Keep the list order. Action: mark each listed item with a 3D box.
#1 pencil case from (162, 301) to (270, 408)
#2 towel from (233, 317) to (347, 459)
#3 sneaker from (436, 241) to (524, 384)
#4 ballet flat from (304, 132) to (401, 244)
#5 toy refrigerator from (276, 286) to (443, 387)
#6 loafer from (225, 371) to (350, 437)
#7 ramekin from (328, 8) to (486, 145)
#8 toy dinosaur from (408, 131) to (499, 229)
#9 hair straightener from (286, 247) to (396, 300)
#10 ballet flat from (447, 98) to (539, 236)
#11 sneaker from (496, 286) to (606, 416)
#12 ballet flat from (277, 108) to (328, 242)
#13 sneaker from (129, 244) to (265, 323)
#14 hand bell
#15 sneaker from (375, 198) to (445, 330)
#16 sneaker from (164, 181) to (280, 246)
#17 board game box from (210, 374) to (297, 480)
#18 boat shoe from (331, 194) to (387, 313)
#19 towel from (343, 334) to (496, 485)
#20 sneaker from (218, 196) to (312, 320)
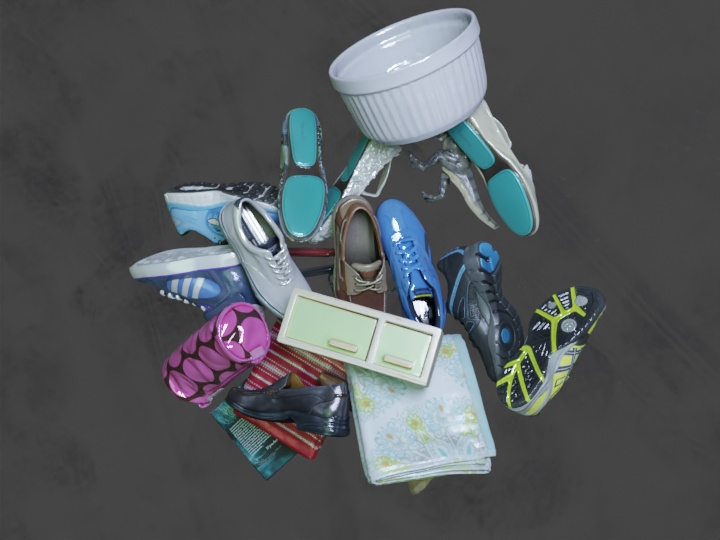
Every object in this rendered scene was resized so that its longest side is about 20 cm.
[{"bbox_3d":[-0.201,0.122,1.107,0.200,0.091,0.094,-39,71,47],"label":"pencil case"},{"bbox_3d":[-0.085,0.156,1.132,0.145,0.022,0.200,29,98,12],"label":"towel"},{"bbox_3d":[0.166,0.061,1.083,0.082,0.073,0.200,-12,93,41],"label":"sneaker"},{"bbox_3d":[-0.009,-0.110,1.112,0.072,0.072,0.200,36,102,10],"label":"ballet flat"},{"bbox_3d":[0.001,0.086,1.016,0.200,0.070,0.076,16,82,10],"label":"toy refrigerator"},{"bbox_3d":[-0.097,0.176,1.082,0.200,0.073,0.072,6,83,28],"label":"loafer"},{"bbox_3d":[0.069,-0.248,1.020,0.200,0.200,0.105,-17,121,14],"label":"ramekin"},{"bbox_3d":[0.120,-0.140,1.088,0.088,0.047,0.200,-19,91,7],"label":"toy dinosaur"},{"bbox_3d":[-0.021,0.004,1.136,0.200,0.041,0.077,-1,98,9],"label":"hair straightener"},{"bbox_3d":[0.191,-0.143,1.055,0.069,0.069,0.200,-31,97,13],"label":"ballet flat"},{"bbox_3d":[0.259,0.107,1.058,0.200,0.076,0.075,-50,47,-5],"label":"sneaker"},{"bbox_3d":[-0.083,-0.128,1.109,0.074,0.074,0.200,-1,73,14],"label":"ballet flat"},{"bbox_3d":[-0.235,0.044,1.155,0.200,0.081,0.147,-6,108,17],"label":"sneaker"},{"bbox_3d":[0.023,0.205,1.081,0.200,0.104,0.104,37,100,1],"label":"hand bell"},{"bbox_3d":[0.073,-0.004,1.068,0.066,0.078,0.200,-17,92,-3],"label":"sneaker"},{"bbox_3d":[-0.188,-0.080,1.162,0.200,0.078,0.090,4,112,17],"label":"sneaker"},{"bbox_3d":[-0.110,0.196,1.166,0.200,0.028,0.135,-43,82,12],"label":"board game box"},{"bbox_3d":[0.000,0.000,1.063,0.076,0.072,0.200,-13,103,-10],"label":"boat shoe"},{"bbox_3d":[0.075,0.180,1.042,0.171,0.048,0.200,-4,56,-12],"label":"towel"},{"bbox_3d":[-0.124,-0.011,1.074,0.073,0.071,0.200,-40,97,-26],"label":"sneaker"}]
